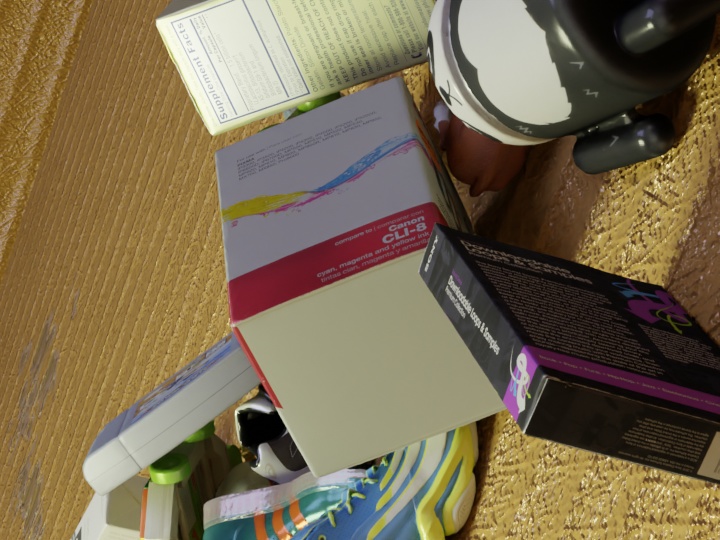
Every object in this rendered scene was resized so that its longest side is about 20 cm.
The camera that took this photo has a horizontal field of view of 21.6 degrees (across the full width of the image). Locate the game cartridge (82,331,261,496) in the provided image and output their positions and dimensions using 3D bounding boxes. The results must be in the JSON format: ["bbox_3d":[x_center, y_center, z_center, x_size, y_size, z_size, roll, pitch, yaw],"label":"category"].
[{"bbox_3d":[-0.129,0.096,1.472,0.200,0.042,0.133,-36,2,1],"label":"game cartridge"}]

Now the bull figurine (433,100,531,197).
[{"bbox_3d":[0.109,-0.146,1.250,0.200,0.065,0.121,-61,15,17],"label":"bull figurine"}]

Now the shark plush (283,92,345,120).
[{"bbox_3d":[-0.005,-0.062,1.559,0.083,0.091,0.201,102,155,-65],"label":"shark plush"}]

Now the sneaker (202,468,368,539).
[{"bbox_3d":[-0.035,0.191,1.331,0.200,0.071,0.080,-20,62,43],"label":"sneaker"}]

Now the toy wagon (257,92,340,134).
[{"bbox_3d":[-0.022,-0.062,1.424,0.200,0.039,0.156,-52,-45,-49],"label":"toy wagon"}]

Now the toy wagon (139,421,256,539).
[{"bbox_3d":[-0.129,0.198,1.552,0.200,0.039,0.156,-62,-34,-64],"label":"toy wagon"}]

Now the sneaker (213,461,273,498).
[{"bbox_3d":[-0.060,0.206,1.461,0.093,0.070,0.200,-40,25,19],"label":"sneaker"}]

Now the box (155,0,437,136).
[{"bbox_3d":[-0.020,-0.201,1.377,0.199,0.097,0.176,-16,23,21],"label":"box"}]

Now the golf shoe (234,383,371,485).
[{"bbox_3d":[-0.050,0.099,1.453,0.200,0.094,0.078,-106,36,-60],"label":"golf shoe"}]

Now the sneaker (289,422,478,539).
[{"bbox_3d":[0.009,0.162,1.214,0.076,0.105,0.201,163,121,-67],"label":"sneaker"}]

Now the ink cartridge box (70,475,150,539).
[{"bbox_3d":[-0.210,0.279,1.718,0.067,0.115,0.200,-97,29,-47],"label":"ink cartridge box"}]

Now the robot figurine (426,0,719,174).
[{"bbox_3d":[0.122,-0.144,1.096,0.200,0.124,0.151,-21,59,57],"label":"robot figurine"}]

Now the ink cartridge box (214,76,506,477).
[{"bbox_3d":[0.000,0.000,1.232,0.144,0.146,0.200,-22,37,8],"label":"ink cartridge box"}]

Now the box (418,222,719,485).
[{"bbox_3d":[0.119,0.041,0.946,0.200,0.143,0.036,-117,45,-64],"label":"box"}]
